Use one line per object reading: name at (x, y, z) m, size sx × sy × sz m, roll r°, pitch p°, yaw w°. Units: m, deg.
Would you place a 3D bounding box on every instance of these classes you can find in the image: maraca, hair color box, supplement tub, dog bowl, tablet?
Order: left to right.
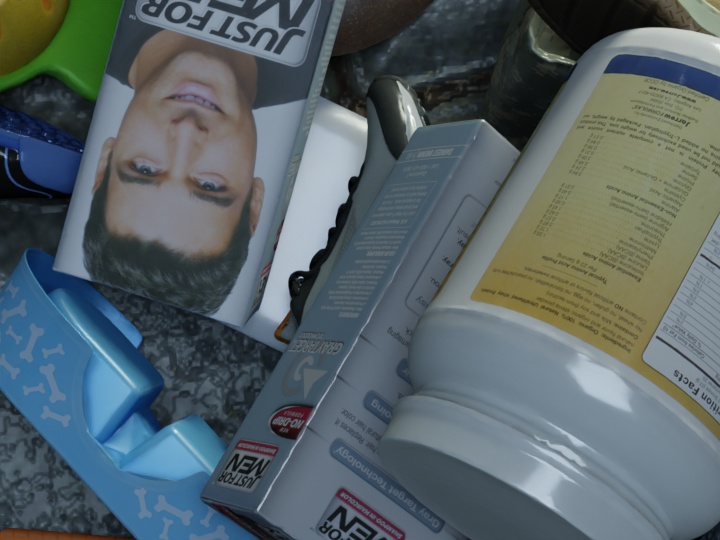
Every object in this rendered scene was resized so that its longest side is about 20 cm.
maraca at (-0.194, -0.148, 0.903) m, size 0.199 × 0.107 × 0.138 m, roll 7°, pitch 75°, yaw -29°
dog bowl at (-0.107, 0.078, 0.874) m, size 0.050 × 0.111 × 0.200 m, roll -44°, pitch 87°, yaw 4°
hair color box at (-0.072, -0.084, 0.885) m, size 0.098 × 0.061 × 0.201 m, roll 16°, pitch 98°, yaw 1°
tablet at (0.001, -0.010, 0.942) m, size 0.199 × 0.014 × 0.131 m, roll 25°, pitch 80°, yaw -1°
hair color box at (0.026, 0.044, 0.817) m, size 0.099 × 0.060 × 0.201 m, roll 38°, pitch 72°, yaw -24°
supplement tub at (0.107, 0.019, 0.738) m, size 0.144 × 0.144 × 0.201 m, roll 32°, pitch 74°, yaw 0°

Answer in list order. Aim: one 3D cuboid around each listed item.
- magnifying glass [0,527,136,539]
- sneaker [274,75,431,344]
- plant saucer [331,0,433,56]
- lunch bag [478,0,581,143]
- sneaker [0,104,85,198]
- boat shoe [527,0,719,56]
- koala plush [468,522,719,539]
magnifying glass at (-0.200, 0.137, 0.900) m, size 0.198 × 0.022 × 0.080 m, roll 5°, pitch 81°, yaw -2°
sneaker at (0.000, 0.000, 0.899) m, size 0.079 × 0.074 × 0.202 m, roll 6°, pitch 81°, yaw 1°
plant saucer at (-0.034, -0.211, 0.944) m, size 0.199 × 0.037 × 0.202 m, roll 3°, pitch 77°, yaw -13°
lunch bag at (0.147, -0.158, 0.900) m, size 0.117 × 0.164 × 0.201 m, roll 24°, pitch 81°, yaw -2°
sneaker at (-0.235, -0.053, 0.906) m, size 0.198 × 0.070 × 0.078 m, roll 13°, pitch 102°, yaw -8°
boat shoe at (0.158, -0.107, 0.787) m, size 0.199 × 0.072 × 0.076 m, roll 33°, pitch 70°, yaw -12°
koala plush at (0.129, 0.113, 0.863) m, size 0.199 × 0.184 × 0.178 m, roll -28°, pitch 42°, yaw -2°
